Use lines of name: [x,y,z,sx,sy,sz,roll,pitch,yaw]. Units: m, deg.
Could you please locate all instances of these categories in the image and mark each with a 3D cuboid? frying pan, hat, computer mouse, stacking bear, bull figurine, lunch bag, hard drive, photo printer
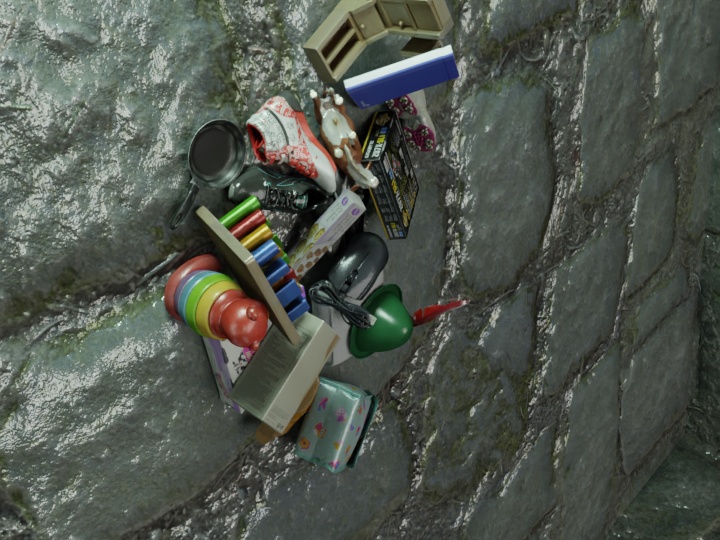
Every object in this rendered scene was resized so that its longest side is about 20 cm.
frying pan: [-0.249,-0.155,1.268,0.114,0.031,0.194,8,103,-48]
hat: [0.093,0.134,1.526,0.165,0.175,0.202,-39,145,-31]
computer mouse: [0.000,0.000,1.467,0.202,0.137,0.053,-62,-176,-32]
stacking bear: [-0.224,0.064,1.257,0.112,0.198,0.124,-13,116,-43]
bull figurine: [-0.032,-0.234,1.367,0.064,0.203,0.122,-27,169,-2]
lunch bag: [-0.044,0.323,1.620,0.173,0.120,0.200,-69,162,-5]
hard drive: [0.078,-0.349,1.402,0.132,0.196,0.026,10,65,-77]
photo printer: [-0.024,0.091,1.561,0.165,0.069,0.203,-36,143,-32]

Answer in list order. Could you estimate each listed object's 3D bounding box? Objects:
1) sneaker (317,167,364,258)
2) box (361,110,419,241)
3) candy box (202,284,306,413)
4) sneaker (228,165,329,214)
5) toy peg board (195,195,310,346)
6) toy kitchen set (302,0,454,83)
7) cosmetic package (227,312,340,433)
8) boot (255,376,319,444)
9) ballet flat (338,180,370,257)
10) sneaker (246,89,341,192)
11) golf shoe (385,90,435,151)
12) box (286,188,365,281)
sneaker: [-0.036,-0.119,1.467,0.089,0.067,0.204,-4,111,-12]
box: [0.061,-0.188,1.524,0.161,0.048,0.202,-71,149,-41]
candy box: [-0.184,0.135,1.427,0.199,0.071,0.170,-34,129,-34]
sneaker: [-0.140,-0.139,1.354,0.198,0.079,0.077,-8,118,-43]
toy peg board: [-0.156,-0.015,1.279,0.097,0.199,0.202,-37,133,-13]
toy kitchen set: [0.049,-0.387,1.366,0.182,0.198,0.164,-53,136,-17]
cosmetic package: [-0.134,0.171,1.365,0.202,0.104,0.071,-56,140,-12]
boot: [-0.122,0.239,1.486,0.202,0.071,0.144,-53,173,23]
ballet flat: [-0.011,-0.095,1.530,0.066,0.056,0.204,-15,118,-43]
sneaker: [-0.120,-0.199,1.342,0.108,0.067,0.203,-42,115,-25]
golf shoe: [0.115,-0.325,1.564,0.201,0.074,0.093,56,46,-53]
box: [-0.072,-0.063,1.417,0.038,0.042,0.200,22,122,-45]
